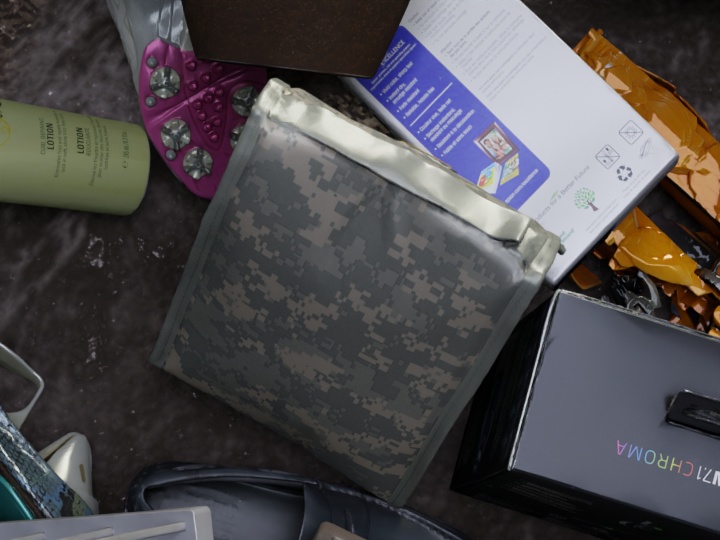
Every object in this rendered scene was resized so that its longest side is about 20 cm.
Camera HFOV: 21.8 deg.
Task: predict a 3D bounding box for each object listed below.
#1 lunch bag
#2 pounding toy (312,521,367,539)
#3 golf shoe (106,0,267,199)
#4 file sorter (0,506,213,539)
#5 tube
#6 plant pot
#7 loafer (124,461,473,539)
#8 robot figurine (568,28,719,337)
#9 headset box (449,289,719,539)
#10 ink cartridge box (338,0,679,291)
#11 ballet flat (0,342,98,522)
[{"bbox_3d":[0.000,0.000,0.945,0.163,0.201,0.118,30,52,1],"label":"lunch bag"},{"bbox_3d":[0.036,0.222,0.943,0.183,0.142,0.201,25,109,-1],"label":"pounding toy"},{"bbox_3d":[-0.102,-0.140,1.036,0.075,0.092,0.202,-17,105,-7],"label":"golf shoe"},{"bbox_3d":[-0.177,0.195,0.885,0.198,0.124,0.141,-9,87,33],"label":"file sorter"},{"bbox_3d":[-0.208,-0.065,0.978,0.198,0.058,0.052,8,111,-30],"label":"tube"},{"bbox_3d":[-0.027,-0.201,0.939,0.185,0.187,0.203,5,95,-5],"label":"plant pot"},{"bbox_3d":[-0.028,0.145,0.990,0.198,0.070,0.069,14,78,-3],"label":"loafer"},{"bbox_3d":[0.169,-0.031,1.047,0.200,0.058,0.145,44,80,4],"label":"robot figurine"},{"bbox_3d":[0.151,0.089,0.953,0.172,0.200,0.094,17,79,-2],"label":"headset box"},{"bbox_3d":[0.067,-0.093,1.008,0.099,0.039,0.200,-44,82,0],"label":"ink cartridge box"},{"bbox_3d":[-0.183,0.091,0.990,0.074,0.074,0.201,-38,89,-11],"label":"ballet flat"}]
